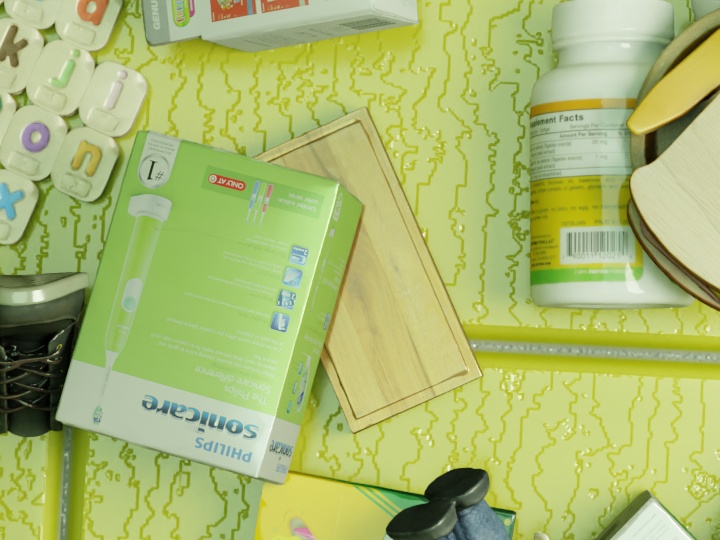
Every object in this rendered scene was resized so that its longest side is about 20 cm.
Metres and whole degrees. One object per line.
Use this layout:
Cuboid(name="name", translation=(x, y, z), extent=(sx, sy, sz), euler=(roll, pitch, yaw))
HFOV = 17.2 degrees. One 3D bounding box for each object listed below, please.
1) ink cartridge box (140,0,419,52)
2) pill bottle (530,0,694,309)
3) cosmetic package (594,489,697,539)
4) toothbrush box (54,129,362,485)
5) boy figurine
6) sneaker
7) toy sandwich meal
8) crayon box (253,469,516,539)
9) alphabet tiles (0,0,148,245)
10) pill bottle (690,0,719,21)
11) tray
Cuboid(name="ink cartridge box", translation=(-0.063, -0.257, 1.619), extent=(0.174, 0.084, 0.202), euler=(-7, 86, 23))
Cuboid(name="pill bottle", translation=(0.168, -0.076, 1.590), extent=(0.110, 0.111, 0.202), euler=(0, 87, 4))
Cuboid(name="cosmetic package", translation=(0.231, 0.247, 1.571), extent=(0.200, 0.108, 0.085), euler=(45, 92, 4))
Cuboid(name="toothbrush box", translation=(-0.098, 0.025, 1.578), extent=(0.145, 0.086, 0.201), euler=(14, 84, 13))
Cuboid(name="boy figurine", translation=(0.091, 0.231, 1.543), extent=(0.124, 0.064, 0.201), euler=(-38, 106, -30))
Cuboid(name="sneaker", translation=(-0.214, 0.056, 1.569), extent=(0.074, 0.200, 0.107), euler=(-2, 87, -6))
Cuboid(name="toy sandwich meal", translation=(0.254, -0.076, 1.492), extent=(0.204, 0.070, 0.207), euler=(0, 89, 9))
Cuboid(name="crayon box", translation=(0.005, 0.247, 1.611), extent=(0.171, 0.058, 0.202), euler=(9, 88, 5))
Cuboid(name="alphabet tiles", translation=(-0.255, -0.127, 1.671), extent=(0.199, 0.015, 0.197), euler=(23, 89, 5))
Cuboid(name="pill bottle", translation=(0.290, -0.098, 1.580), extent=(0.113, 0.114, 0.201), euler=(-15, 87, 3))
Cuboid(name="tray", translation=(0.000, 0.000, 1.636), extent=(0.098, 0.037, 0.201), euler=(-24, 85, 2))
